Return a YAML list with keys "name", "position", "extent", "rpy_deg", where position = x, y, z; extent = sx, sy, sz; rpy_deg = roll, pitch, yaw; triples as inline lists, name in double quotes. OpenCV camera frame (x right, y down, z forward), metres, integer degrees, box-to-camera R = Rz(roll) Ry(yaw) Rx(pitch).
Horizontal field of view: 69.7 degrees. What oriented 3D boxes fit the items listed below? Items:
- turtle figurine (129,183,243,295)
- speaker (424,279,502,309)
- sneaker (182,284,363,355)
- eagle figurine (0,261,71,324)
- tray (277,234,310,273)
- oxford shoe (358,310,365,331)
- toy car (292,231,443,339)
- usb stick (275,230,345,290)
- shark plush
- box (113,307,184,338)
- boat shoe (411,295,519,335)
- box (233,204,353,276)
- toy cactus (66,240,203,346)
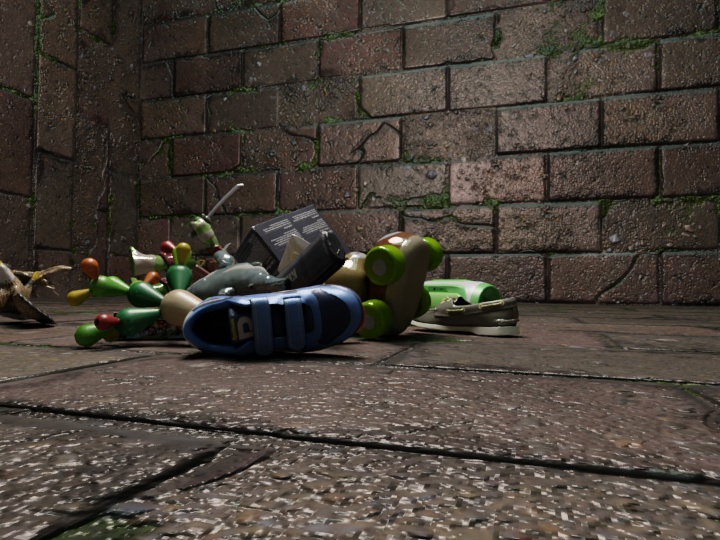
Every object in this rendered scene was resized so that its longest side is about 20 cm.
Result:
- name: "turtle figurine"
  position: [-0.279, -0.020, 0.857]
  extent: [0.193, 0.201, 0.144]
  rpy_deg: [-8, -13, -29]
- name: "speaker"
  position: [0.165, 0.063, 0.981]
  extent: [0.088, 0.089, 0.199]
  rpy_deg: [2, -2, -39]
- name: "sneaker"
  position: [-0.096, 0.058, 0.556]
  extent: [0.199, 0.074, 0.082]
  rpy_deg: [-7, -1, 7]
- name: "eagle figurine"
  position: [-0.632, 0.051, 0.929]
  extent: [0.151, 0.151, 0.200]
  rpy_deg: [-38, 33, 3]
- name: "tray"
  position: [-0.056, 0.025, 0.923]
  extent: [0.199, 0.022, 0.108]
  rpy_deg: [32, -44, 2]
- name: "oxford shoe"
  position: [-0.092, 0.061, 0.683]
  extent: [0.199, 0.072, 0.073]
  rpy_deg: [1, -7, -22]
- name: "toy car"
  position: [0.000, 0.000, 0.812]
  extent: [0.199, 0.159, 0.164]
  rpy_deg: [20, 18, 28]
- name: "usb stick"
  position: [-0.090, 0.018, 0.710]
  extent: [0.032, 0.056, 0.200]
  rpy_deg: [-4, -27, -46]
- name: "shark plush"
  position: [-0.164, 0.034, 0.705]
  extent: [0.199, 0.091, 0.083]
  rpy_deg: [9, 25, 36]
- name: "box"
  position: [-0.282, 0.077, 0.800]
  extent: [0.136, 0.038, 0.200]
  rpy_deg: [1, -2, -10]
- name: "boat shoe"
  position: [0.169, 0.072, 0.862]
  extent: [0.201, 0.061, 0.072]
  rpy_deg: [-1, -2, 43]
- name: "box"
  position: [-0.129, -0.020, 1.101]
  extent: [0.200, 0.182, 0.104]
  rpy_deg: [-29, -15, -50]
- name: "toy cactus"
  position: [-0.261, 0.027, 0.662]
  extent: [0.164, 0.103, 0.200]
  rpy_deg: [17, 31, 15]
